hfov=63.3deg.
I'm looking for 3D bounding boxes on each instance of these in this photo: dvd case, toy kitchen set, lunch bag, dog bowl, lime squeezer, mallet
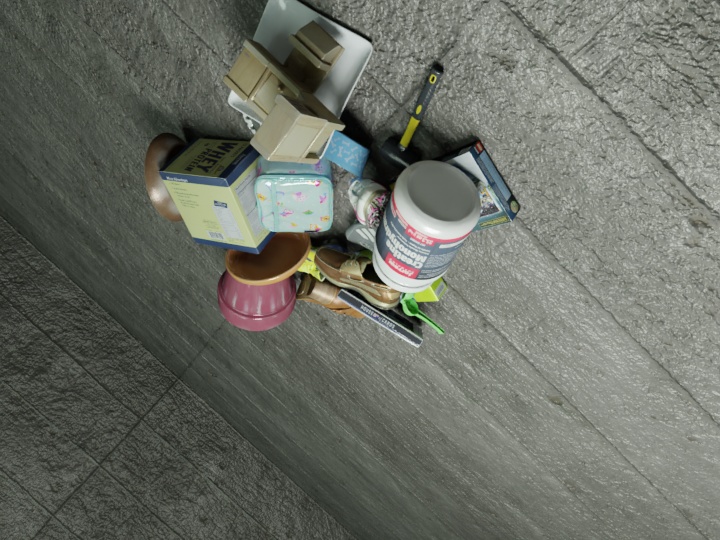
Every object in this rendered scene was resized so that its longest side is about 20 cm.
[{"bbox_3d":[0.046,0.094,1.264,0.198,0.025,0.150,32,-175,3],"label":"dvd case"},{"bbox_3d":[-0.117,-0.288,0.856,0.200,0.180,0.164,44,109,8],"label":"toy kitchen set"},{"bbox_3d":[-0.132,-0.146,1.151,0.158,0.078,0.201,-2,152,-5],"label":"lunch bag"},{"bbox_3d":[-0.069,-0.238,1.035,0.199,0.050,0.111,34,-169,10],"label":"dog bowl"},{"bbox_3d":[0.111,0.058,1.172,0.070,0.038,0.202,10,135,35],"label":"lime squeezer"},{"bbox_3d":[0.095,-0.234,0.936,0.066,0.041,0.200,40,143,2],"label":"mallet"}]

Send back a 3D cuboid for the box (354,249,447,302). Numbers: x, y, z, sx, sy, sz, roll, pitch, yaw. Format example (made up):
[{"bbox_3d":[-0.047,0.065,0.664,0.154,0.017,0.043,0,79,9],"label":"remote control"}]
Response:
[{"bbox_3d":[0.072,0.009,1.230,0.198,0.048,0.123,-7,125,48],"label":"box"}]

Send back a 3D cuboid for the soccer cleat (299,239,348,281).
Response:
[{"bbox_3d":[-0.102,-0.015,1.333,0.064,0.085,0.199,20,160,-35],"label":"soccer cleat"}]

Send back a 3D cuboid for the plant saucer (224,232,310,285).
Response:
[{"bbox_3d":[-0.205,-0.037,1.314,0.198,0.201,0.038,18,143,30],"label":"plant saucer"}]

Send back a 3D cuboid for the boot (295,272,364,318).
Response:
[{"bbox_3d":[-0.071,0.067,1.425,0.153,0.075,0.200,24,179,-19],"label":"boot"}]

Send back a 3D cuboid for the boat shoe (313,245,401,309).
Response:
[{"bbox_3d":[0.000,0.000,1.194,0.198,0.076,0.074,28,137,9],"label":"boat shoe"}]

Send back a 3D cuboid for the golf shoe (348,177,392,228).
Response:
[{"bbox_3d":[0.009,-0.125,1.036,0.092,0.073,0.200,37,-176,2],"label":"golf shoe"}]

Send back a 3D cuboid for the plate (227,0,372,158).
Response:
[{"bbox_3d":[-0.099,-0.317,0.956,0.198,0.032,0.202,33,109,12],"label":"plate"}]

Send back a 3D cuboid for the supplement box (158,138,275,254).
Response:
[{"bbox_3d":[-0.299,-0.167,1.299,0.197,0.135,0.202,10,137,28],"label":"supplement box"}]

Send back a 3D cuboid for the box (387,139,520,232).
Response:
[{"bbox_3d":[0.154,-0.126,0.996,0.199,0.038,0.137,-13,120,51],"label":"box"}]

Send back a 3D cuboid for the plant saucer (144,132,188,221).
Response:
[{"bbox_3d":[-0.417,-0.214,1.341,0.036,0.202,0.202,-1,133,18],"label":"plant saucer"}]

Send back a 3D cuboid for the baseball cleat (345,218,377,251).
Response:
[{"bbox_3d":[0.035,-0.047,1.145,0.198,0.108,0.069,-1,158,47],"label":"baseball cleat"}]

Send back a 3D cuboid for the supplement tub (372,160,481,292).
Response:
[{"bbox_3d":[0.100,-0.066,0.955,0.139,0.141,0.201,34,146,8],"label":"supplement tub"}]

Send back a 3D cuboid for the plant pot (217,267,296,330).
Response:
[{"bbox_3d":[-0.251,0.017,1.435,0.198,0.200,0.180,30,140,14],"label":"plant pot"}]

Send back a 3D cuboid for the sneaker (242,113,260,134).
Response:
[{"bbox_3d":[-0.156,-0.247,1.140,0.090,0.066,0.202,8,133,44],"label":"sneaker"}]
